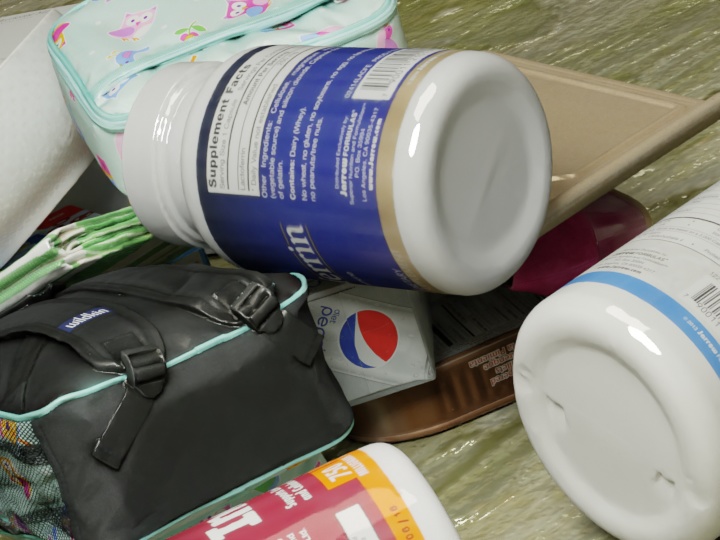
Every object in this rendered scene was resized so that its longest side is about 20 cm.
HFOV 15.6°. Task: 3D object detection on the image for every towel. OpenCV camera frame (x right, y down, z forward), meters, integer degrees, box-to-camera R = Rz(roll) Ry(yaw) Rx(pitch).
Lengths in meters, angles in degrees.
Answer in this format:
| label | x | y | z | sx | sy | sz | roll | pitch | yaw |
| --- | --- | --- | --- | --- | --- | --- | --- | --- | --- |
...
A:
| label | x | y | z | sx | sy | sz | roll | pitch | yaw |
| --- | --- | --- | --- | --- | --- | --- | --- | --- | --- |
| towel | -0.137 | -0.011 | 1.445 | 0.200 | 0.023 | 0.152 | -24 | -5 | -47 |

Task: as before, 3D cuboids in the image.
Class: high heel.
| label | x | y | z | sx | sy | sz | roll | pitch | yaw |
| --- | --- | --- | --- | --- | --- | --- | --- | --- | --- |
| high heel | 0.061 | -0.030 | 1.442 | 0.096 | 0.068 | 0.200 | -19 | 30 | -34 |

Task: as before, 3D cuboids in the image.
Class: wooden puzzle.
| label | x | y | z | sx | sy | sz | roll | pitch | yaw |
| --- | --- | --- | --- | --- | --- | --- | --- | --- | --- |
| wooden puzzle | 0.072 | -0.061 | 1.397 | 0.199 | 0.037 | 0.185 | 12 | 32 | 42 |

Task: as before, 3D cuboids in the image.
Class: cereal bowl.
| label | x | y | z | sx | sy | sz | roll | pitch | yaw |
| --- | --- | --- | --- | --- | --- | --- | --- | --- | --- |
| cereal bowl | -0.227 | -0.063 | 1.640 | 0.200 | 0.083 | 0.200 | -49 | 7 | 8 |

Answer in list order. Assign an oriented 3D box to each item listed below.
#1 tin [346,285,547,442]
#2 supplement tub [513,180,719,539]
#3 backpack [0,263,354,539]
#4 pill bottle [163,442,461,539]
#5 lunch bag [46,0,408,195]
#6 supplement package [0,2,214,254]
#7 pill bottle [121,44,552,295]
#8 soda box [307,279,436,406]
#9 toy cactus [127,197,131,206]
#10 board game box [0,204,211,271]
| label | x | y | z | sx | sy | sz | roll | pitch | yaw |
| --- | --- | --- | --- | --- | --- | --- | --- | --- | --- |
| tin | 0.072 | 0.033 | 1.417 | 0.199 | 0.042 | 0.112 | -22 | 16 | -9 |
| supplement tub | 0.179 | 0.028 | 1.201 | 0.200 | 0.133 | 0.132 | -31 | 24 | -32 |
| backpack | -0.117 | 0.078 | 1.298 | 0.175 | 0.154 | 0.200 | -29 | 25 | -31 |
| pill bottle | -0.054 | 0.160 | 1.092 | 0.199 | 0.114 | 0.113 | -24 | 21 | -14 |
| lunch bag | -0.071 | -0.125 | 1.507 | 0.199 | 0.077 | 0.160 | -24 | 33 | -9 |
| supplement package | -0.175 | -0.095 | 1.786 | 0.199 | 0.157 | 0.111 | -6 | 23 | 32 |
| pill bottle | -0.015 | -0.053 | 1.285 | 0.199 | 0.116 | 0.116 | 6 | 31 | 39 |
| soda box | 0.000 | 0.000 | 1.417 | 0.063 | 0.069 | 0.200 | -17 | 20 | 6 |
| toy cactus | -0.064 | -0.044 | 1.590 | 0.165 | 0.199 | 0.103 | 37 | 100 | 52 |
| board game box | -0.213 | 0.037 | 1.627 | 0.199 | 0.056 | 0.195 | -29 | 22 | -24 |
